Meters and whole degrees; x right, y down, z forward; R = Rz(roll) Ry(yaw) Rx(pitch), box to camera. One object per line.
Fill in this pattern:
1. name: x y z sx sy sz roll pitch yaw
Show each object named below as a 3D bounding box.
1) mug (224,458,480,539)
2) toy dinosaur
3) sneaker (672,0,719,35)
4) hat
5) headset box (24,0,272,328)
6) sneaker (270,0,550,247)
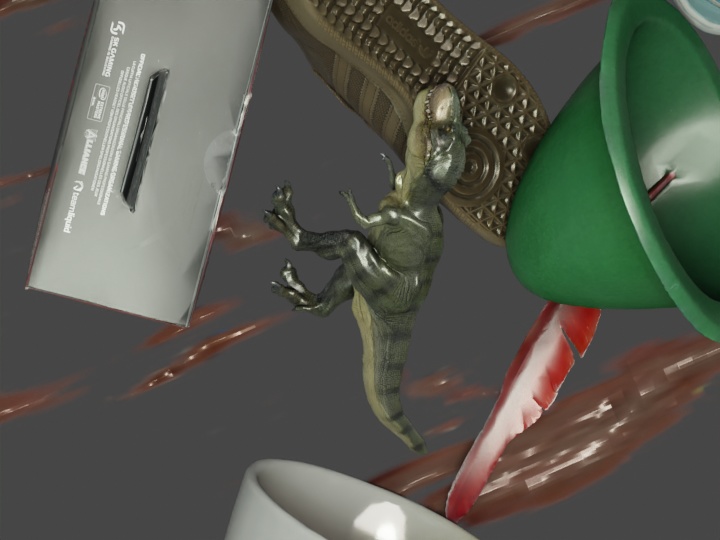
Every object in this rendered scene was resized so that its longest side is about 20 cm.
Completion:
1. mug: -0.005 0.196 1.149 0.149 0.186 0.153 17 101 -45
2. toy dinosaur: 0.000 0.000 1.173 0.088 0.047 0.200 17 125 14
3. sneaker: 0.164 -0.212 1.162 0.079 0.131 0.200 -23 93 -2
4. hat: 0.082 -0.018 1.190 0.176 0.200 0.166 -18 139 28
5. headset box: -0.097 -0.058 1.110 0.077 0.200 0.149 14 92 -6
6. sneaker: 0.023 -0.096 1.192 0.070 0.076 0.200 -45 117 -12
